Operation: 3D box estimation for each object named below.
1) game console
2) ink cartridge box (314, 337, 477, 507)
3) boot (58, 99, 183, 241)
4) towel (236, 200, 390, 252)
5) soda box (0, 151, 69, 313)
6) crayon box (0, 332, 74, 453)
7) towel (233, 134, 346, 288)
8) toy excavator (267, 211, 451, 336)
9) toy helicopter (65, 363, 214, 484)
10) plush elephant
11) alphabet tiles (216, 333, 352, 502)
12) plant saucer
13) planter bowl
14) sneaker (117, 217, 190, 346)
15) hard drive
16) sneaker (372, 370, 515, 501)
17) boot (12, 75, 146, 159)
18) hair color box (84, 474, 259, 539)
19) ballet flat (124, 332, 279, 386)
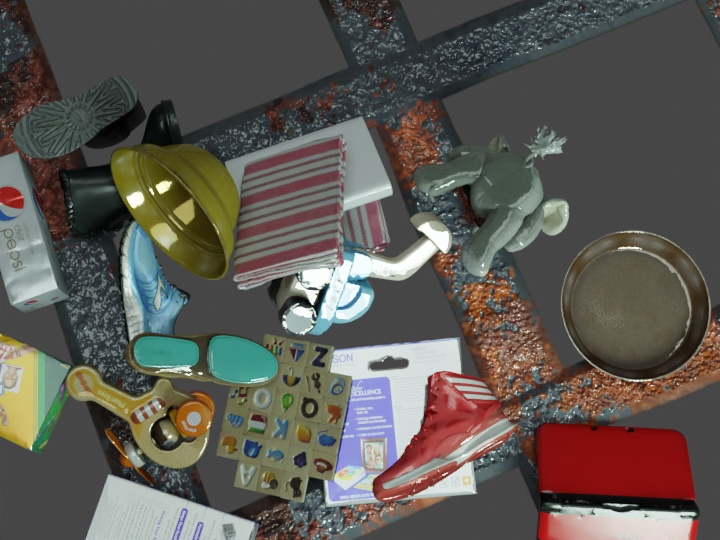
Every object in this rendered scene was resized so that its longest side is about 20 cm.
[{"bbox_3d":[0.321,0.303,1.473,0.197,0.119,0.174,3,108,2],"label":"game console"},{"bbox_3d":[0.044,0.196,1.485,0.196,0.043,0.202,-5,78,-1],"label":"ink cartridge box"},{"bbox_3d":[-0.309,-0.127,1.487,0.161,0.199,0.074,-10,51,-13],"label":"boot"},{"bbox_3d":[-0.070,-0.076,1.554,0.198,0.030,0.148,-14,77,-2],"label":"towel"},{"bbox_3d":[-0.454,-0.051,1.535,0.067,0.064,0.202,-19,79,-4],"label":"soda box"},{"bbox_3d":[-0.481,0.141,1.494,0.198,0.058,0.120,24,78,5],"label":"crayon box"},{"bbox_3d":[-0.086,-0.075,1.445,0.145,0.030,0.202,-13,52,19],"label":"towel"},{"bbox_3d":[0.000,0.000,1.498,0.198,0.100,0.196,14,108,-23],"label":"toy excavator"},{"bbox_3d":[-0.289,0.188,1.462,0.199,0.079,0.133,29,92,-7],"label":"toy helicopter"},{"bbox_3d":[0.187,-0.095,1.503,0.199,0.155,0.165,-37,70,0],"label":"plush elephant"},{"bbox_3d":[-0.099,0.188,1.480,0.165,0.006,0.202,8,81,19],"label":"alphabet tiles"},{"bbox_3d":[0.362,0.048,1.521,0.198,0.035,0.203,0,77,1],"label":"plant saucer"},{"bbox_3d":[-0.209,-0.092,1.409,0.200,0.201,0.083,41,63,9],"label":"planter bowl"},{"bbox_3d":[-0.271,0.026,1.512,0.089,0.078,0.203,-7,94,-15],"label":"sneaker"},{"bbox_3d":[-0.071,-0.124,1.532,0.198,0.026,0.133,-18,56,-5],"label":"hard drive"},{"bbox_3d":[0.084,0.201,1.435,0.198,0.079,0.116,-23,70,-19],"label":"sneaker"},{"bbox_3d":[-0.360,-0.189,1.494,0.163,0.200,0.066,-24,97,-8],"label":"boot"},{"bbox_3d":[-0.239,0.340,1.446,0.198,0.065,0.110,17,78,6],"label":"hair color box"},{"bbox_3d":[-0.207,0.116,1.475,0.198,0.072,0.069,4,76,-22],"label":"ballet flat"}]
